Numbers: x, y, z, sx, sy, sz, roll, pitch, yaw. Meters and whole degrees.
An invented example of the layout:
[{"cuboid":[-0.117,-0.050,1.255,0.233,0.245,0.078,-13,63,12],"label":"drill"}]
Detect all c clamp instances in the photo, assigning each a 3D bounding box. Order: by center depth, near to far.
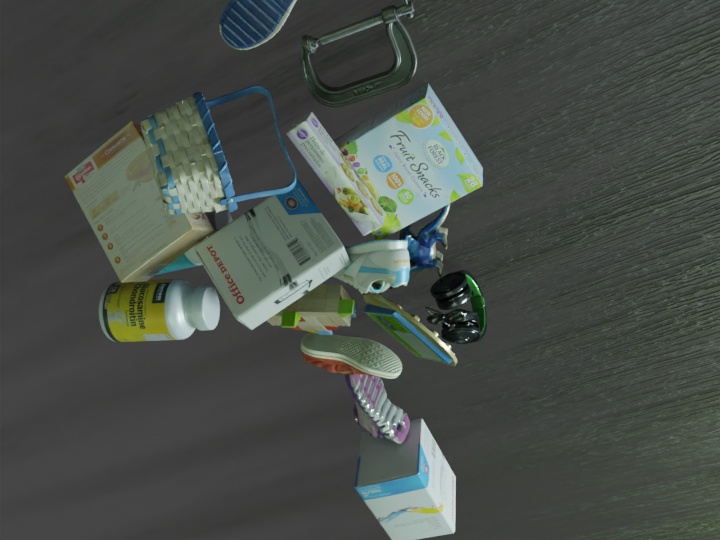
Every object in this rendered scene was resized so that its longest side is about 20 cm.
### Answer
[{"cuboid":[-0.005,-0.326,1.044,0.199,0.027,0.171,-20,126,20],"label":"c clamp"}]

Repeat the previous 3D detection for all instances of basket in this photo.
[{"cuboid":[-0.209,-0.178,1.069,0.199,0.177,0.139,-16,162,-7],"label":"basket"}]

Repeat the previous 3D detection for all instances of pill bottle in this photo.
[{"cuboid":[-0.317,-0.055,1.235,0.199,0.111,0.111,-11,124,16],"label":"pill bottle"},{"cuboid":[-0.368,0.073,1.337,0.198,0.112,0.113,-4,126,11],"label":"pill bottle"}]

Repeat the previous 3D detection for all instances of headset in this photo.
[{"cuboid":[0.170,0.063,1.199,0.093,0.200,0.124,-15,88,33],"label":"headset"}]

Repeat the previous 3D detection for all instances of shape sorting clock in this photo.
[{"cuboid":[0.088,0.101,1.268,0.199,0.039,0.200,34,165,10],"label":"shape sorting clock"}]

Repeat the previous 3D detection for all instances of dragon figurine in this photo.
[{"cuboid":[0.094,-0.046,1.212,0.099,0.059,0.201,8,127,2],"label":"dragon figurine"}]

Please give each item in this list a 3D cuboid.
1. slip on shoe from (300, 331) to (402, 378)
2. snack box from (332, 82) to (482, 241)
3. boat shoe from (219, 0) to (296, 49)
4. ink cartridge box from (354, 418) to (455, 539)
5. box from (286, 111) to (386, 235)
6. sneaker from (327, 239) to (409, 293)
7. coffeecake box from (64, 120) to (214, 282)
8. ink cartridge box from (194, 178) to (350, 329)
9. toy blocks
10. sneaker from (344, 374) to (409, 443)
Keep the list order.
[{"cuboid":[-0.018,0.169,1.384,0.198,0.074,0.061,11,134,7],"label":"slip on shoe"},{"cuboid":[0.063,-0.163,1.124,0.199,0.068,0.169,-28,116,25],"label":"snack box"},{"cuboid":[-0.114,-0.380,0.987,0.199,0.073,0.072,-32,117,33],"label":"boat shoe"},{"cuboid":[0.100,0.444,1.521,0.145,0.147,0.201,-18,121,20],"label":"ink cartridge box"},{"cuboid":[-0.033,-0.143,1.091,0.039,0.042,0.200,-27,112,26],"label":"box"},{"cuboid":[0.000,0.000,1.210,0.076,0.081,0.199,-3,174,-41],"label":"sneaker"},{"cuboid":[-0.350,-0.107,1.148,0.153,0.073,0.201,-33,81,16],"label":"coffeecake box"},{"cuboid":[-0.139,-0.024,1.156,0.199,0.146,0.084,-33,162,-3],"label":"ink cartridge box"},{"cuboid":[-0.088,0.072,1.292,0.198,0.101,0.137,-1,158,17],"label":"toy blocks"},{"cuboid":[0.016,0.272,1.456,0.088,0.081,0.201,-11,123,38],"label":"sneaker"}]
